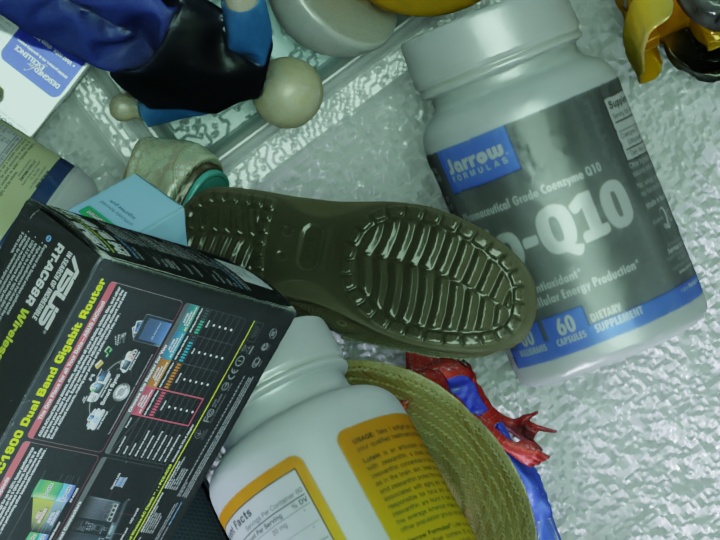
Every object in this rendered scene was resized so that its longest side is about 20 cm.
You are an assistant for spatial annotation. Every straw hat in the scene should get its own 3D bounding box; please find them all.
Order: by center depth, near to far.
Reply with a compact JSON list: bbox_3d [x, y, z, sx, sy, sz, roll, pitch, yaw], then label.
[{"bbox_3d":[0.024,0.147,1.401,0.201,0.085,0.201,-1,87,25],"label":"straw hat"}]

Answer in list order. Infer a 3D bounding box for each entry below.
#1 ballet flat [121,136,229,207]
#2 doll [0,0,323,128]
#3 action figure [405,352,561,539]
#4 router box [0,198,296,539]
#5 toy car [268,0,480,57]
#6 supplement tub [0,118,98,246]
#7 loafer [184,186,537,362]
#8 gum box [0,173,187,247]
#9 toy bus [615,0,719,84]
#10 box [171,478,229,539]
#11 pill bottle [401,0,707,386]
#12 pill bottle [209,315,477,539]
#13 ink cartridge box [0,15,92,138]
[{"bbox_3d":[-0.135,0.020,1.412,0.062,0.067,0.200,23,85,24],"label":"ballet flat"},{"bbox_3d":[-0.104,-0.126,1.362,0.200,0.136,0.048,26,47,-27],"label":"doll"},{"bbox_3d":[0.080,0.101,1.423,0.052,0.065,0.200,-38,97,9],"label":"action figure"},{"bbox_3d":[-0.139,0.076,1.243,0.062,0.150,0.200,35,100,36],"label":"router box"},{"bbox_3d":[-0.008,-0.225,1.366,0.200,0.175,0.150,30,46,-32],"label":"toy car"},{"bbox_3d":[-0.255,-0.037,1.349,0.200,0.145,0.145,32,88,-5],"label":"supplement tub"},{"bbox_3d":[0.000,0.000,1.369,0.200,0.067,0.076,16,81,14],"label":"loafer"},{"bbox_3d":[-0.172,0.068,1.292,0.200,0.045,0.170,-32,138,-29],"label":"gum box"},{"bbox_3d":[0.211,-0.220,1.405,0.200,0.136,0.192,-24,80,-2],"label":"toy bus"},{"bbox_3d":[-0.143,0.211,1.339,0.200,0.051,0.158,-20,70,-20],"label":"box"},{"bbox_3d":[0.102,-0.048,1.397,0.114,0.114,0.200,-23,93,-5],"label":"pill bottle"},{"bbox_3d":[-0.008,0.128,1.308,0.111,0.111,0.200,-28,74,-4],"label":"pill bottle"},{"bbox_3d":[-0.163,-0.169,1.410,0.095,0.037,0.200,38,85,-6],"label":"ink cartridge box"}]
